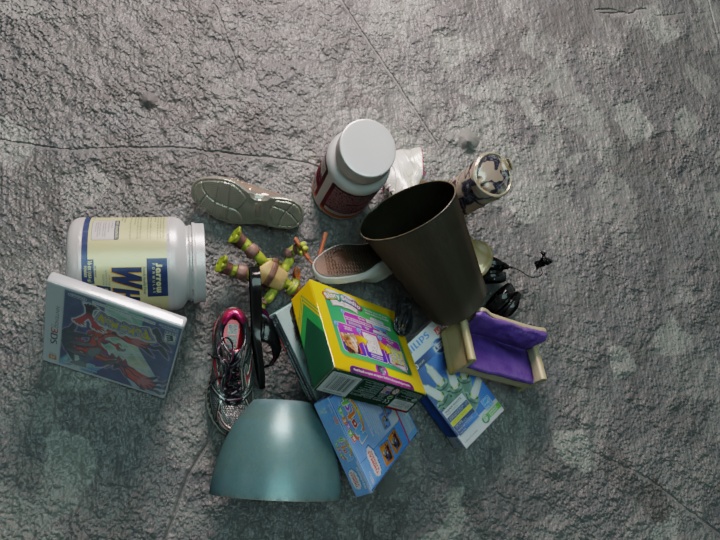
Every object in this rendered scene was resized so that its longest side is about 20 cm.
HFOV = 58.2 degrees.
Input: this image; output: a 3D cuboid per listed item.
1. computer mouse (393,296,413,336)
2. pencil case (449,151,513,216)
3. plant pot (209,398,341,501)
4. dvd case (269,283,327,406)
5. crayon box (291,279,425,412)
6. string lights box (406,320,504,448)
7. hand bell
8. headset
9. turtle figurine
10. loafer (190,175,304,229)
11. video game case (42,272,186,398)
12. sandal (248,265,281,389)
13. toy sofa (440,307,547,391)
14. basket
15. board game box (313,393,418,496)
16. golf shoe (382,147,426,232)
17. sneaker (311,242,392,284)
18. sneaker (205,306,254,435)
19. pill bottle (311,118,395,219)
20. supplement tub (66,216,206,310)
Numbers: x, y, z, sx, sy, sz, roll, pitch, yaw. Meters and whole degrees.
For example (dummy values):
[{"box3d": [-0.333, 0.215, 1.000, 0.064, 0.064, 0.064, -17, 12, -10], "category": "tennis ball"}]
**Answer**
[{"box3d": [0.094, 0.040, 1.143, 0.059, 0.034, 0.201, 51, 43, -20], "category": "computer mouse"}, {"box3d": [0.192, -0.140, 1.153, 0.089, 0.200, 0.078, -41, 93, -25], "category": "pencil case"}, {"box3d": [-0.123, 0.268, 0.976, 0.194, 0.200, 0.139, 6, 74, -14], "category": "plant pot"}, {"box3d": [-0.058, 0.137, 1.066, 0.145, 0.022, 0.204, -29, 96, -53], "category": "dvd case"}, {"box3d": [-0.004, 0.121, 1.025, 0.197, 0.058, 0.175, 23, 33, -38], "category": "crayon box"}, {"box3d": [0.149, 0.199, 1.140, 0.102, 0.059, 0.202, -38, 89, -19], "category": "string lights box"}, {"box3d": [0.150, -0.078, 1.127, 0.105, 0.103, 0.201, -52, 130, -20], "category": "hand bell"}, {"box3d": [0.256, 0.027, 1.191, 0.196, 0.094, 0.126, -25, 85, -8], "category": "headset"}, {"box3d": [-0.154, -0.006, 1.091, 0.159, 0.064, 0.203, 31, 93, -22], "category": "turtle figurine"}, {"box3d": [-0.194, -0.118, 1.122, 0.195, 0.063, 0.074, 14, 107, -9], "category": "loafer"}, {"box3d": [-0.369, 0.103, 0.961, 0.195, 0.184, 0.023, 19, 40, -10], "category": "video game case"}, {"box3d": [-0.152, 0.095, 1.041, 0.047, 0.075, 0.207, -4, 104, -12], "category": "sandal"}, {"box3d": [0.242, 0.141, 1.119, 0.196, 0.097, 0.085, 18, 50, -34], "category": "toy sofa"}, {"box3d": [0.119, -0.021, 1.059, 0.202, 0.177, 0.137, 55, 41, -27], "category": "basket"}, {"box3d": [0.015, 0.239, 1.036, 0.154, 0.036, 0.199, 65, 28, -1], "category": "board game box"}, {"box3d": [0.076, -0.138, 1.180, 0.089, 0.076, 0.204, 3, 56, -3], "category": "golf shoe"}, {"box3d": [0.000, 0.000, 1.119, 0.196, 0.086, 0.074, -14, 55, -32], "category": "sneaker"}, {"box3d": [-0.211, 0.161, 1.040, 0.078, 0.075, 0.206, -3, 79, -16], "category": "sneaker"}, {"box3d": [-0.013, -0.170, 1.101, 0.111, 0.200, 0.118, 3, 77, -15], "category": "pill bottle"}, {"box3d": [-0.341, -0.009, 1.003, 0.194, 0.145, 0.149, -2, 78, -16], "category": "supplement tub"}]
